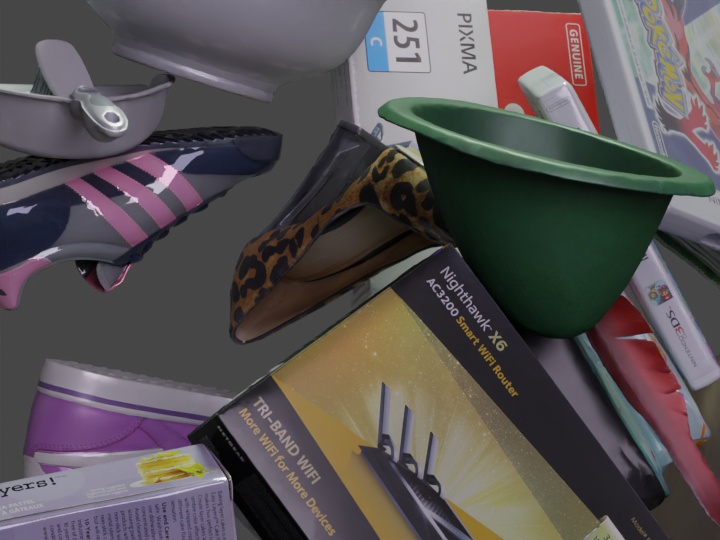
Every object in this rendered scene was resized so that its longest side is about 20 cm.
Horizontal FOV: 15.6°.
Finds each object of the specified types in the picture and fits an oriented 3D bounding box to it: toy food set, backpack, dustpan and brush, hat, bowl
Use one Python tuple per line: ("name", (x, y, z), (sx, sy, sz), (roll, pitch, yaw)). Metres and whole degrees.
("toy food set", (0.221, 0.120, 1.511), (0.060, 0.144, 0.200), (25, 66, -10))
("backpack", (0.090, 0.075, 1.442), (0.153, 0.200, 0.176), (-33, 84, -17))
("dustpan and brush", (-0.155, -0.091, 1.423), (0.140, 0.200, 0.057), (0, 115, -18))
("hat", (0.084, 0.021, 1.316), (0.166, 0.200, 0.176), (-1, 107, -50))
("bowl", (-0.083, -0.152, 1.487), (0.201, 0.201, 0.090), (17, 94, -13))

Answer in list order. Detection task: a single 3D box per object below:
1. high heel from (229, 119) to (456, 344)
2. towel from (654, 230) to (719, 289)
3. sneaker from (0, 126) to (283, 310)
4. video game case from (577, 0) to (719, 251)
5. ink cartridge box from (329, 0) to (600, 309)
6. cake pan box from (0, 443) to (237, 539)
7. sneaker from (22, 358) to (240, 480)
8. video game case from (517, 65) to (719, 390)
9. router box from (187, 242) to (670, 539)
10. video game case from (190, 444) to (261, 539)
("high heel", (0.000, 0.000, 1.442), (0.071, 0.200, 0.143), (33, 88, -28))
("towel", (0.261, -0.060, 1.626), (0.149, 0.031, 0.200), (39, 52, -5))
("sneaker", (-0.133, -0.033, 1.491), (0.200, 0.070, 0.082), (-13, 102, -25))
("video game case", (0.197, -0.096, 1.493), (0.182, 0.023, 0.200), (17, 50, -45))
("ink cartridge box", (0.074, -0.075, 1.579), (0.176, 0.045, 0.200), (0, 73, -18))
("cake pan box", (-0.143, 0.195, 1.237), (0.184, 0.052, 0.200), (-11, 111, -14))
("sneaker", (-0.094, 0.120, 1.452), (0.200, 0.073, 0.114), (11, 89, -21))
("video game case", (0.145, -0.029, 1.495), (0.024, 0.200, 0.182), (-28, 96, 3))
("router box", (0.038, 0.112, 1.276), (0.157, 0.052, 0.200), (-37, 89, -27))
("video game case", (0.015, 0.152, 1.394), (0.200, 0.143, 0.018), (48, 52, -23))
